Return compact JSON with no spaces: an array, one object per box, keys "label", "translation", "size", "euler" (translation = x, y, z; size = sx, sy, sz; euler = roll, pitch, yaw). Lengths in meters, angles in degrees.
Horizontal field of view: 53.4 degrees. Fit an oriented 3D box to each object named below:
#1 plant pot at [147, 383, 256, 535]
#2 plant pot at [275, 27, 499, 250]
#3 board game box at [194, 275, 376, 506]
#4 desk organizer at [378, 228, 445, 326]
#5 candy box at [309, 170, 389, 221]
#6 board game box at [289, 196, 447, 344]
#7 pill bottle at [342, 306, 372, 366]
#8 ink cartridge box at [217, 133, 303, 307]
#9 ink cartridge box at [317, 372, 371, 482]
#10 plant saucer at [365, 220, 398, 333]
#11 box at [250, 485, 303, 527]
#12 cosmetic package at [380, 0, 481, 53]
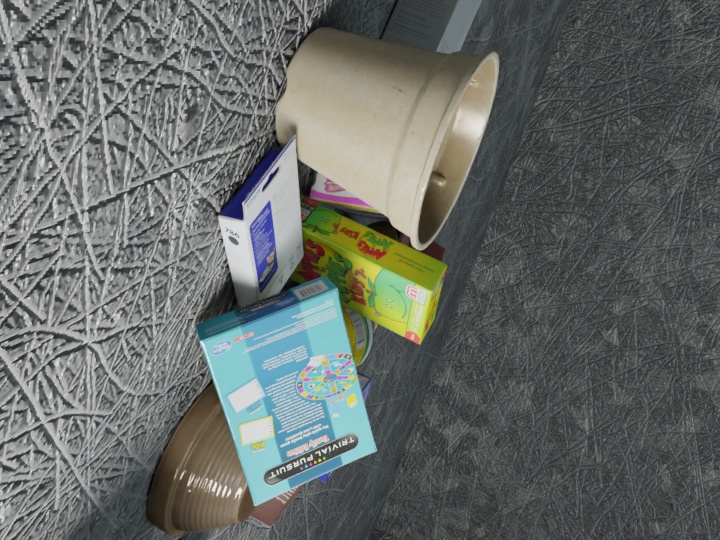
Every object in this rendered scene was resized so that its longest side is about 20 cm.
[{"label":"plant pot","translation":[-0.159,0.236,0.866],"size":[0.203,0.091,0.203],"euler":[-57,162,-29]},{"label":"plant pot","translation":[0.020,-0.153,0.730],"size":[0.203,0.180,0.202],"euler":[-57,164,-27]},{"label":"board game box","translation":[-0.076,0.129,0.768],"size":[0.147,0.047,0.205],"euler":[-19,113,-15]},{"label":"desk organizer","translation":[0.039,0.015,1.088],"size":[0.200,0.076,0.073],"euler":[-43,-160,51]},{"label":"candy box","translation":[0.030,-0.100,0.926],"size":[0.200,0.133,0.063],"euler":[8,93,-74]},{"label":"board game box","translation":[0.000,0.000,0.858],"size":[0.048,0.196,0.103],"euler":[-53,161,-36]},{"label":"pill bottle","translation":[-0.075,0.096,0.890],"size":[0.199,0.111,0.115],"euler":[-20,134,-59]},{"label":"ink cartridge box","translation":[-0.100,-0.046,0.748],"size":[0.100,0.038,0.202],"euler":[-57,164,-32]},{"label":"ink cartridge box","translation":[-0.056,0.306,1.383],"size":[0.136,0.075,0.204],"euler":[-43,155,-56]},{"label":"plant saucer","translation":[-0.007,0.020,1.033],"size":[0.201,0.030,0.204],"euler":[-50,-150,43]},{"label":"box","translation":[-0.092,0.237,0.984],"size":[0.201,0.074,0.100],"euler":[-50,-166,11]},{"label":"cosmetic package","translation":[0.102,-0.343,0.939],"size":[0.205,0.079,0.113],"euler":[-67,166,-3]}]
